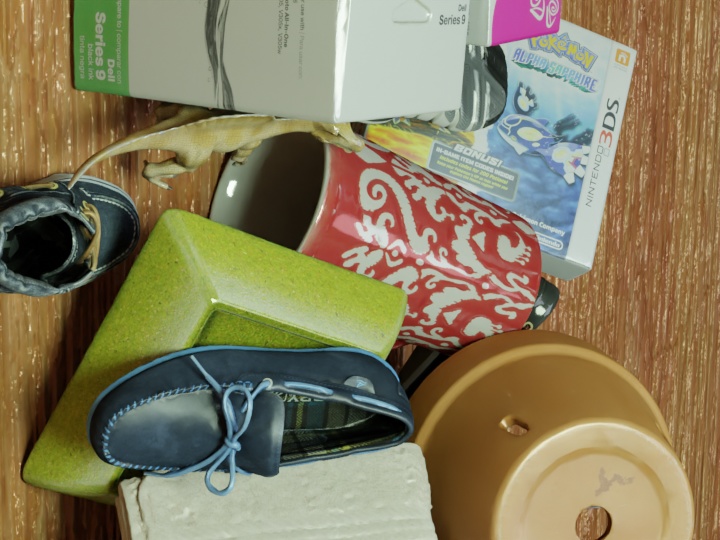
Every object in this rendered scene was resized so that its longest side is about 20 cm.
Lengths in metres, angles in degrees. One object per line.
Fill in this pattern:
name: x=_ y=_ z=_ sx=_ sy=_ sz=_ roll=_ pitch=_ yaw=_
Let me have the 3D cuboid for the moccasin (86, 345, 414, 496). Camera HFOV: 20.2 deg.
moccasin: x=-0.059 y=0.083 z=1.192 sx=0.199 sy=0.068 sz=0.081 roll=-11 pitch=124 yaw=-22

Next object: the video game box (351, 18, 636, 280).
video game box: x=0.096 y=-0.111 z=1.492 sx=0.199 sy=0.047 sz=0.184 roll=19 pitch=69 yaw=-17

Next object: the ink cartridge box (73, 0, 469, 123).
ink cartridge box: x=-0.054 y=-0.143 z=1.225 sx=0.146 sy=0.199 sz=0.085 roll=-13 pitch=110 yaw=-55

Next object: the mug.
mug: x=0.002 y=-0.011 z=1.378 sx=0.199 sy=0.177 sz=0.134 roll=20 pitch=59 yaw=-33

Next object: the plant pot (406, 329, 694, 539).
plant pot: x=0.127 y=0.149 z=1.321 sx=0.198 sy=0.140 sz=0.202 roll=-2 pitch=99 yaw=-14

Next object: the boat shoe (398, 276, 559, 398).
boat shoe: x=0.078 y=0.060 z=1.512 sx=0.202 sy=0.063 sz=0.074 roll=-51 pitch=-171 yaw=47

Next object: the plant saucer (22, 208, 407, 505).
plant saucer: x=-0.079 y=0.082 z=1.258 sx=0.199 sy=0.048 sz=0.201 roll=19 pitch=108 yaw=-37

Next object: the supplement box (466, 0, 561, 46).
supplement box: x=0.025 y=-0.210 z=1.332 sx=0.101 sy=0.199 sz=0.104 roll=-18 pitch=112 yaw=-54

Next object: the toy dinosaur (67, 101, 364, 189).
toy dinosaur: x=-0.100 y=-0.084 z=1.225 sx=0.199 sy=0.101 sz=0.059 roll=-9 pitch=90 yaw=-26

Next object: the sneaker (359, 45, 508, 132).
sneaker: x=0.011 y=-0.136 z=1.403 sx=0.199 sy=0.115 sz=0.076 roll=-2 pitch=95 yaw=-53

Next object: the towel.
towel: x=-0.044 y=0.175 z=1.216 sx=0.198 sy=0.035 sz=0.133 roll=-3 pitch=64 yaw=-19

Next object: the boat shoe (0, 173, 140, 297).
boat shoe: x=-0.174 y=-0.015 z=1.172 sx=0.200 sy=0.090 sz=0.071 roll=-8 pitch=104 yaw=-56
